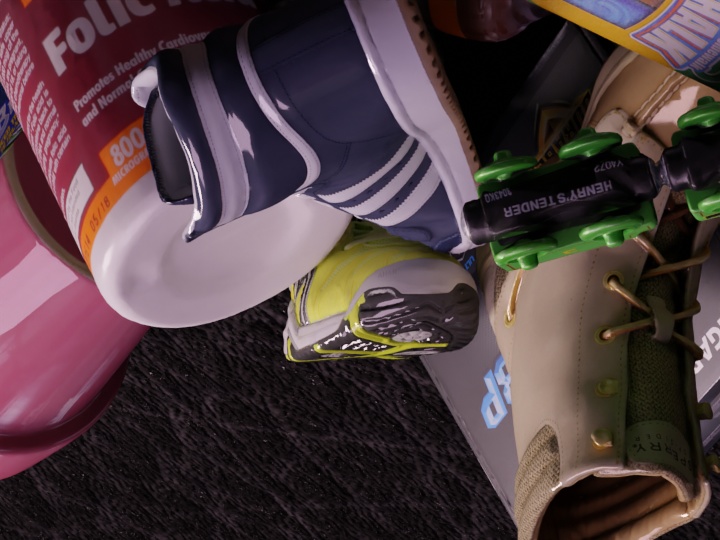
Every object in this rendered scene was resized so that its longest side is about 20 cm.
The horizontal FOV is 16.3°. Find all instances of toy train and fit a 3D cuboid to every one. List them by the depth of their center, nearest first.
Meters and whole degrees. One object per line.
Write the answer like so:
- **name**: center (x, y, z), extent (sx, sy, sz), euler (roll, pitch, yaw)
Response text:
- **toy train**: center (0.131, -0.038, 0.842), extent (0.199, 0.042, 0.056), euler (-15, 171, 11)

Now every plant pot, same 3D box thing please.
- **plant pot**: center (-0.178, -0.011, 1.300), extent (0.200, 0.201, 0.179), euler (34, 138, -22)

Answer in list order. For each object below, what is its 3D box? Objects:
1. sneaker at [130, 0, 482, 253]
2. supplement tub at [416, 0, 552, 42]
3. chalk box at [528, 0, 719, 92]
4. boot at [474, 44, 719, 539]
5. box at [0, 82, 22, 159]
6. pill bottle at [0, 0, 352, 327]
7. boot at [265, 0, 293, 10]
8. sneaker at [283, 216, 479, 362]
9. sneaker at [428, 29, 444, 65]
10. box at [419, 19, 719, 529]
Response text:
- **sneaker**: center (-0.016, -0.043, 0.912), extent (0.108, 0.070, 0.200), euler (-23, 159, 2)
- **supplement tub**: center (0.013, -0.148, 0.939), extent (0.199, 0.107, 0.107), euler (15, 154, 15)
- **chalk box**: center (0.122, -0.147, 0.826), extent (0.199, 0.125, 0.124), euler (26, 155, -4)
- **boot**: center (0.109, 0.005, 0.916), extent (0.072, 0.156, 0.200), euler (18, 137, -24)
- **box**: center (-0.240, -0.131, 1.194), extent (0.199, 0.070, 0.064), euler (28, 158, 17)
- **pill bottle**: center (-0.090, -0.087, 1.030), extent (0.201, 0.114, 0.114), euler (61, 172, 28)
- **boot**: center (-0.070, -0.083, 1.210), extent (0.130, 0.068, 0.200), euler (19, 150, 25)
- **sneaker**: center (0.000, 0.000, 1.064), extent (0.075, 0.077, 0.200), euler (-1, 178, -13)
- **sneaker**: center (0.016, -0.073, 1.135), extent (0.075, 0.082, 0.200), euler (5, 172, 8)
- **box**: center (0.100, 0.010, 1.073), extent (0.046, 0.159, 0.200), euler (-12, 152, -36)
